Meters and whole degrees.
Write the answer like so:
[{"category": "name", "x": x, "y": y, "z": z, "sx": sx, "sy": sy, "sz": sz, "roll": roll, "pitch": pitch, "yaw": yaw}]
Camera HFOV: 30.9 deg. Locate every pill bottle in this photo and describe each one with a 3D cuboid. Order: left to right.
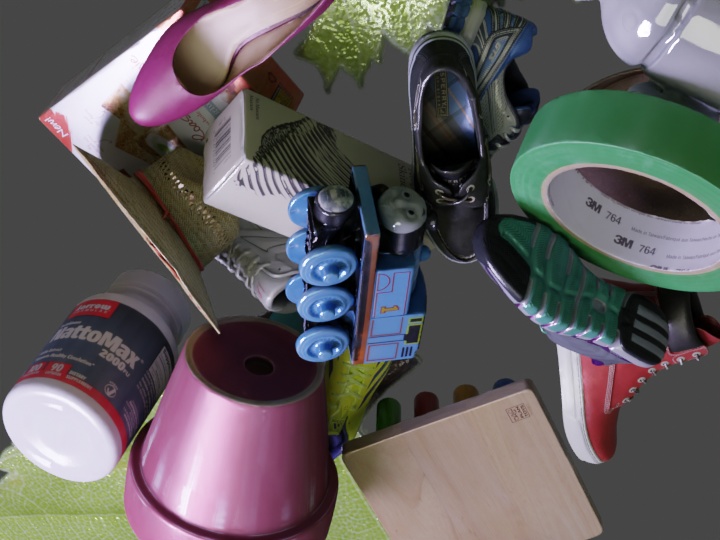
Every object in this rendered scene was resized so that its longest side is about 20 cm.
[{"category": "pill bottle", "x": -0.245, "y": 0.093, "z": 1.257, "sx": 0.118, "sy": 0.201, "sz": 0.121, "roll": 11, "pitch": 130, "yaw": 14}]

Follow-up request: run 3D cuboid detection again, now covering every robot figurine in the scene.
[{"category": "robot figurine", "x": 0.254, "y": -0.175, "z": 0.915, "sx": 0.199, "sy": 0.113, "sz": 0.171, "roll": 28, "pitch": 99, "yaw": -4}]

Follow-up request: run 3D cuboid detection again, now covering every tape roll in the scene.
[{"category": "tape roll", "x": 0.212, "y": -0.056, "z": 0.973, "sx": 0.199, "sy": 0.049, "sz": 0.201, "roll": 22, "pitch": 160, "yaw": 8}]

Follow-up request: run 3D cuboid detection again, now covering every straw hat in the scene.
[{"category": "straw hat", "x": -0.149, "y": -0.051, "z": 1.106, "sx": 0.085, "sy": 0.201, "sz": 0.202, "roll": -38, "pitch": 116, "yaw": -7}]

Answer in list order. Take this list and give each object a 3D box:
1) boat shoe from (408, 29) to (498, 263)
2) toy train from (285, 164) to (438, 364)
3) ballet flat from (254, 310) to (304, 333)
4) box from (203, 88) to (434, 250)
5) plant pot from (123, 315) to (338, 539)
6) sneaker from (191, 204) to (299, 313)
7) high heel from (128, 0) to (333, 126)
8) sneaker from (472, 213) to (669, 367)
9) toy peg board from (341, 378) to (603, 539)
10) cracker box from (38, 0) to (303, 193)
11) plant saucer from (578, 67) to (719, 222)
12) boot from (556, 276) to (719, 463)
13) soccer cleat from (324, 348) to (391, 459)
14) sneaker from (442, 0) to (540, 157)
[{"category": "boat shoe", "x": 0.068, "y": -0.083, "z": 1.002, "sx": 0.068, "sy": 0.057, "sz": 0.202, "roll": -8, "pitch": 123, "yaw": 6}, {"category": "toy train", "x": 0.000, "y": 0.000, "z": 1.046, "sx": 0.113, "sy": 0.087, "sz": 0.201, "roll": -7, "pitch": 144, "yaw": -10}, {"category": "ballet flat", "x": -0.084, "y": 0.074, "z": 1.281, "sx": 0.199, "sy": 0.072, "sz": 0.072, "roll": -15, "pitch": 122, "yaw": 38}, {"category": "box", "x": -0.031, "y": -0.069, "z": 1.084, "sx": 0.199, "sy": 0.083, "sz": 0.068, "roll": 20, "pitch": 137, "yaw": -31}, {"category": "plant pot", "x": -0.109, "y": 0.150, "z": 1.187, "sx": 0.198, "sy": 0.200, "sz": 0.180, "roll": 17, "pitch": 122, "yaw": 6}, {"category": "sneaker", "x": -0.086, "y": -0.012, "z": 1.183, "sx": 0.198, "sy": 0.100, "sz": 0.078, "roll": 17, "pitch": 132, "yaw": 6}, {"category": "high heel", "x": -0.102, "y": -0.175, "z": 1.000, "sx": 0.200, "sy": 0.096, "sz": 0.067, "roll": -43, "pitch": 112, "yaw": 7}, {"category": "sneaker", "x": 0.154, "y": 0.029, "z": 1.060, "sx": 0.199, "sy": 0.075, "sz": 0.087, "roll": 33, "pitch": 152, "yaw": -21}, {"category": "toy peg board", "x": 0.112, "y": 0.192, "z": 1.302, "sx": 0.197, "sy": 0.098, "sz": 0.201, "roll": -21, "pitch": 120, "yaw": 15}, {"category": "cracker box", "x": -0.166, "y": -0.142, "z": 1.132, "sx": 0.199, "sy": 0.058, "sz": 0.134, "roll": -27, "pitch": 117, "yaw": 36}, {"category": "plant saucer", "x": 0.245, "y": -0.083, "z": 1.049, "sx": 0.198, "sy": 0.035, "sz": 0.202, "roll": 10, "pitch": 130, "yaw": 12}, {"category": "boot", "x": 0.254, "y": 0.095, "z": 1.171, "sx": 0.143, "sy": 0.073, "sz": 0.202, "roll": 0, "pitch": 124, "yaw": 18}, {"category": "soccer cleat", "x": -0.014, "y": 0.118, "z": 1.275, "sx": 0.064, "sy": 0.084, "sz": 0.201, "roll": 21, "pitch": 132, "yaw": 1}, {"category": "sneaker", "x": 0.098, "y": -0.120, "z": 1.046, "sx": 0.084, "sy": 0.077, "sz": 0.201, "roll": 10, "pitch": 131, "yaw": 6}]
